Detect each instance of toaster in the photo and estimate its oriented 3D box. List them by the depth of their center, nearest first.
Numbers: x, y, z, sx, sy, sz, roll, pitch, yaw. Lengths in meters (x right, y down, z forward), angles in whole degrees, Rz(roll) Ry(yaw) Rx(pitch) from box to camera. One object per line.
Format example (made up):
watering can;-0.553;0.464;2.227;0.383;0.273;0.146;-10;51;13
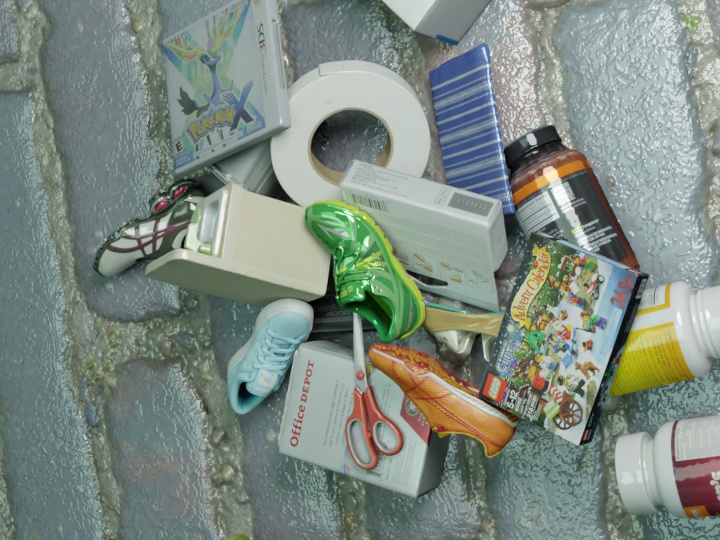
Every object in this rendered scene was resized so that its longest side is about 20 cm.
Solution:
toaster;-0.135;-0.177;1.746;0.200;0.113;0.130;42;111;17

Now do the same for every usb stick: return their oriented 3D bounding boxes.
usb stick;-0.027;0.055;1.748;0.198;0.033;0.056;-5;82;25

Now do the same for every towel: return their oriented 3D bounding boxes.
towel;0.135;-0.160;1.625;0.145;0.024;0.202;168;93;-67

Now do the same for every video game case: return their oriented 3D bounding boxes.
video game case;-0.169;-0.233;1.675;0.199;0.022;0.184;-19;73;41

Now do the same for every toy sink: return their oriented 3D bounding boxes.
toy sink;-0.150;-0.033;1.682;0.130;0.198;0.113;-22;57;60

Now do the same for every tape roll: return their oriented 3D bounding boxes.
tape roll;-0.014;-0.158;1.664;0.200;0.037;0.205;-3;121;-5

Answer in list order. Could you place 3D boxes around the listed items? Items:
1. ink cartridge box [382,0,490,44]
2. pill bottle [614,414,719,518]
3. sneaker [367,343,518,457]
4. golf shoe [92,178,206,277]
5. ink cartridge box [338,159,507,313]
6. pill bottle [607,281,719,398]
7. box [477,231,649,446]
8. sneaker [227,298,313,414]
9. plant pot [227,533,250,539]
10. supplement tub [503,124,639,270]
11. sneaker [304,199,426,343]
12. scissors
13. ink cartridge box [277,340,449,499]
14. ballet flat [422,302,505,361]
ink cartridge box;0.065;-0.396;1.623;0.200;0.147;0.145;46;109;17
pill bottle;0.393;0.218;1.517;0.198;0.109;0.111;-12;87;25
sneaker;0.087;0.151;1.592;0.199;0.073;0.078;32;106;17
golf shoe;-0.281;-0.039;1.840;0.199;0.077;0.088;-37;84;22
ink cartridge box;0.082;-0.040;1.643;0.198;0.174;0.044;17;59;23
pill bottle;0.326;0.078;1.543;0.198;0.109;0.110;-16;86;25
box;0.223;0.074;1.509;0.136;0.038;0.202;24;104;30
sneaker;-0.113;0.117;1.732;0.200;0.073;0.083;124;150;-45
plant pot;-0.067;0.428;1.711;0.182;0.200;0.203;-7;89;13
supplement tub;0.238;-0.066;1.580;0.106;0.107;0.202;-28;80;23
sneaker;0.000;0.000;1.630;0.201;0.083;0.074;51;142;-2
scissors;-0.004;0.142;1.659;0.073;0.014;0.202;-21;85;24
ink cartridge box;0.010;0.182;1.707;0.198;0.083;0.147;15;98;23
ballet flat;0.143;0.077;1.637;0.198;0.068;0.064;4;78;35
